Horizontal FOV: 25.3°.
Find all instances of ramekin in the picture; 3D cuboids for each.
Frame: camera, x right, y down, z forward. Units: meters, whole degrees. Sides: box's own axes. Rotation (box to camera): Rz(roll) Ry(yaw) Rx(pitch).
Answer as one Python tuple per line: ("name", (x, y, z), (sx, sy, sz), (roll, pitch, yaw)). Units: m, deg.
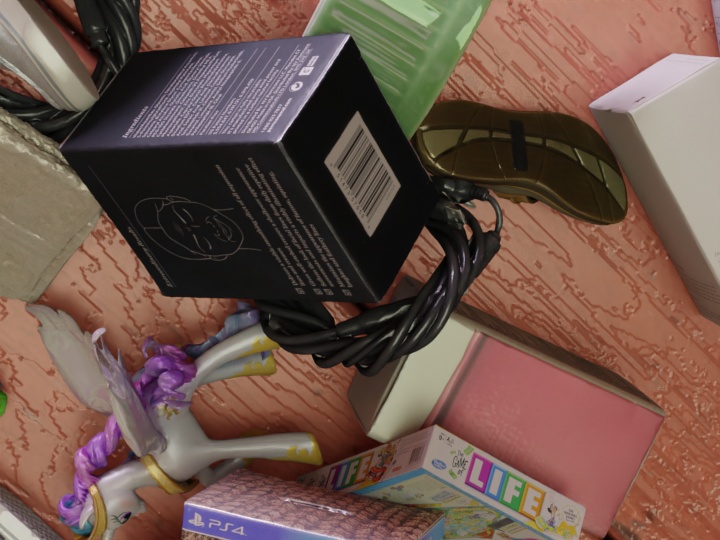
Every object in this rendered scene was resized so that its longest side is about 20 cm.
("ramekin", (0.031, -0.191, 1.114), (0.098, 0.200, 0.200), (29, 95, -4))

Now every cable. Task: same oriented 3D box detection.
("cable", (0.000, 0.000, 1.152), (0.051, 0.200, 0.163), (50, 58, -46))
("cable", (-0.240, -0.185, 1.147), (0.200, 0.051, 0.163), (39, 87, -10))

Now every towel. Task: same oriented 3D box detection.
("towel", (-0.285, -0.067, 1.140), (0.200, 0.034, 0.133), (34, 119, -18))

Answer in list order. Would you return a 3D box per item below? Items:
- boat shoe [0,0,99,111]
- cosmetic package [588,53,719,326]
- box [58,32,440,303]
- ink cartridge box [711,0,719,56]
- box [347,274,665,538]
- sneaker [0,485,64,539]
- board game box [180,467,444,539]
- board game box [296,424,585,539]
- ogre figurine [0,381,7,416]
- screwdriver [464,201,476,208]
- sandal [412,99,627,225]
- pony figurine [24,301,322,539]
("boat shoe", (-0.264, -0.173, 1.083), (0.072, 0.070, 0.201), (-43, 96, 6))
("cosmetic package", (0.264, -0.057, 1.211), (0.085, 0.108, 0.200), (-30, 103, -2))
("box", (-0.074, -0.066, 1.088), (0.149, 0.200, 0.107), (58, 48, -36))
("ink cartridge box", (0.370, -0.215, 1.228), (0.200, 0.047, 0.160), (-13, 101, -3))
("box", (0.105, 0.100, 1.204), (0.200, 0.128, 0.109), (25, 96, -10))
("sneaker", (-0.233, 0.252, 1.211), (0.200, 0.078, 0.079), (42, 87, -1))
("board game box", (-0.040, 0.258, 1.111), (0.159, 0.097, 0.200), (9, 101, 19))
("board game box", (0.050, 0.177, 1.173), (0.134, 0.200, 0.034), (31, 60, -20))
("ogre figurine", (-0.358, 0.083, 1.142), (0.200, 0.120, 0.098), (34, 94, -12))
("screwdriver", (0.001, -0.092, 1.204), (0.200, 0.029, 0.028), (28, 95, -6))
("sandal", (0.117, -0.080, 1.204), (0.200, 0.054, 0.080), (10, 70, -29))
("pony figurine", (-0.147, 0.102, 1.173), (0.200, 0.167, 0.193), (-23, 110, -19))
